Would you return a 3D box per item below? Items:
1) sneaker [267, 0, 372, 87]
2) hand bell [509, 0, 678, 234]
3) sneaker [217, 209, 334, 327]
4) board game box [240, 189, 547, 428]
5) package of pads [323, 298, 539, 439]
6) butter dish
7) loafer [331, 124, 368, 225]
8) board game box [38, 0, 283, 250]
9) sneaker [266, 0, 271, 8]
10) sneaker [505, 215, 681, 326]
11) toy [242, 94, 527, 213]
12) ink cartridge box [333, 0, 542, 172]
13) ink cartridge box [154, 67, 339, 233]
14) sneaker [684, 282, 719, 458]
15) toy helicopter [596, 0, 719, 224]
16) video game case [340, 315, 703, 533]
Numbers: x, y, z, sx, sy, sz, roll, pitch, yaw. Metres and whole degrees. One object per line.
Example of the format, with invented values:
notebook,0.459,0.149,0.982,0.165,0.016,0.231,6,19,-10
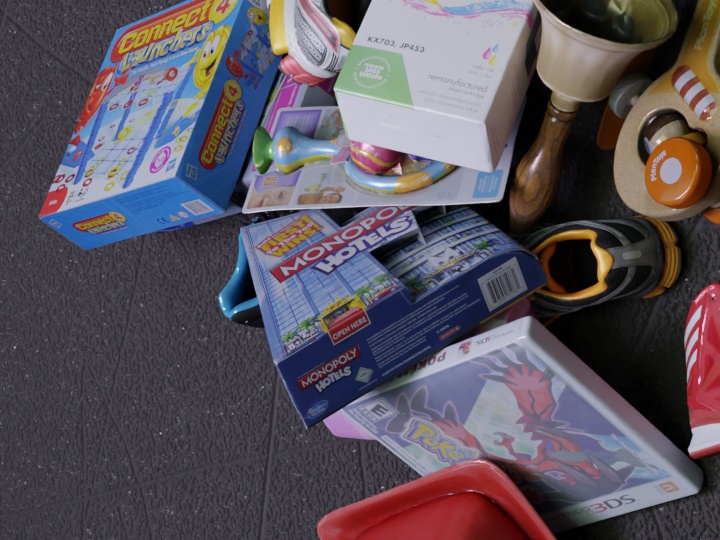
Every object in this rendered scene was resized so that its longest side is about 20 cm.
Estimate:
sneaker,-0.019,-0.240,1.393,0.082,0.077,0.202,-15,76,45
hand bell,0.139,-0.106,1.309,0.104,0.103,0.201,45,138,30
sneaker,-0.049,-0.037,1.532,0.073,0.081,0.202,37,114,37
board game box,0.000,0.000,1.358,0.200,0.199,0.062,42,160,58
package of pads,0.046,0.072,1.408,0.198,0.121,0.076,1,53,33
butter dish,0.060,0.267,1.379,0.199,0.148,0.201,-26,107,40
loafer,0.023,-0.023,1.483,0.072,0.071,0.202,2,110,27
board game box,-0.159,-0.128,1.565,0.199,0.056,0.197,-13,51,47
sneaker,0.006,-0.200,1.458,0.199,0.071,0.100,36,146,28
sneaker,0.133,0.000,1.376,0.199,0.077,0.079,-18,82,42
toy,0.013,-0.098,1.378,0.198,0.116,0.047,-4,134,22
ink cartridge box,0.071,-0.179,1.340,0.116,0.067,0.201,14,64,18
ink cartridge box,-0.102,-0.103,1.556,0.199,0.042,0.120,-16,48,48
sneaker,0.263,0.052,1.234,0.200,0.078,0.117,-32,66,61
toy helicopter,0.225,-0.134,1.303,0.132,0.078,0.202,22,97,48
video game case,0.113,0.120,1.342,0.181,0.200,0.023,-23,37,40
